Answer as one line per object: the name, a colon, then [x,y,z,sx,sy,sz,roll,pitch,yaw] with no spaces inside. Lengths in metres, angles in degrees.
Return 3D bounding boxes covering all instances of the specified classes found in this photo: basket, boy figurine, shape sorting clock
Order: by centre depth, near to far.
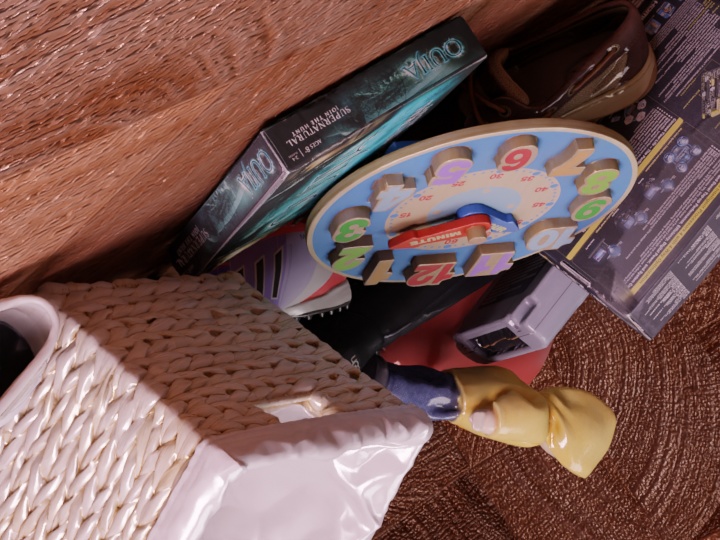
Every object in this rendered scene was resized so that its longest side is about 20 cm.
basket: [-0.104,0.124,1.092,0.198,0.161,0.201,-4,126,-57]
shape sorting clock: [0.066,-0.036,1.189,0.198,0.040,0.200,-11,162,-3]
boy figurine: [0.085,0.100,1.452,0.124,0.199,0.065,-155,-100,-70]

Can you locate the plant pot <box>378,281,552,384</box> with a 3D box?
plant pot: [0.024,0.028,1.572,0.177,0.202,0.200,-15,165,-44]

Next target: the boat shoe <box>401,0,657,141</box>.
boat shoe: [0.087,-0.109,1.257,0.199,0.072,0.072,-23,146,2]

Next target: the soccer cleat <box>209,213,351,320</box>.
soccer cleat: [-0.068,0.002,1.270,0.068,0.074,0.200,-7,-177,27]

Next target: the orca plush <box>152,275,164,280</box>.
orca plush: [-0.145,0.035,1.265,0.105,0.072,0.200,17,-168,29]

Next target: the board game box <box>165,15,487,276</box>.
board game box: [-0.024,-0.061,1.108,0.135,0.028,0.200,-33,176,-25]

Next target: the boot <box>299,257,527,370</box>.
boot: [0.001,0.000,1.427,0.200,0.066,0.164,-39,-137,-22]

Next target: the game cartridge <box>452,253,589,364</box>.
game cartridge: [0.133,0.001,1.420,0.133,0.042,0.200,-47,-177,-11]

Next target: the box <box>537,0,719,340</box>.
box: [0.186,-0.081,1.289,0.200,0.161,0.049,-51,141,0]

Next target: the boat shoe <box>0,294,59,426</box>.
boat shoe: [-0.211,0.071,0.909,0.200,0.072,0.066,-31,171,-42]
